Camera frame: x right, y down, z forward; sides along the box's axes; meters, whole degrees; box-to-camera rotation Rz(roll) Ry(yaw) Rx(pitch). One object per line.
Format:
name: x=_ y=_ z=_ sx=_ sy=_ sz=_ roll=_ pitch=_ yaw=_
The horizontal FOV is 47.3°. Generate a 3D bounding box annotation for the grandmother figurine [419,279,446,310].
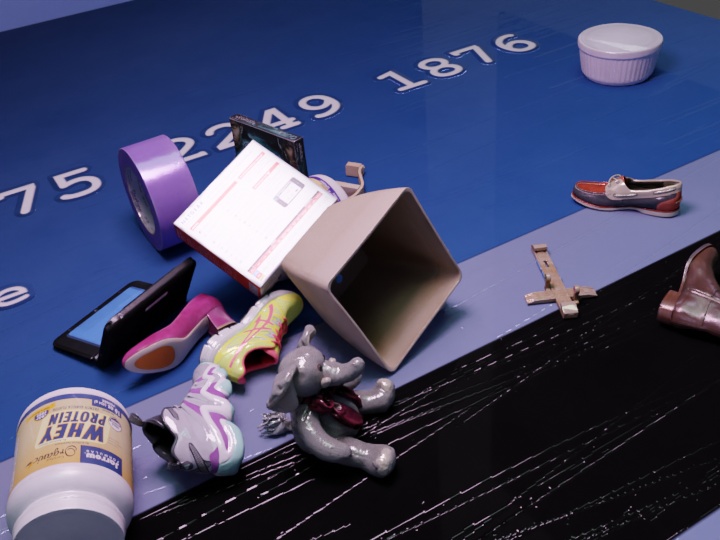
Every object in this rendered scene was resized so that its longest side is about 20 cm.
grandmother figurine: x=0.098 y=0.000 z=1.389 sx=0.121 sy=0.061 sz=0.200 roll=-33 pitch=38 yaw=9

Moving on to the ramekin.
ramekin: x=0.632 y=-0.527 z=2.018 sx=0.202 sy=0.094 sz=0.203 roll=-3 pitch=35 yaw=2

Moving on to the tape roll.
tape roll: x=-0.371 y=-0.144 z=1.528 sx=0.085 sy=0.201 sz=0.200 roll=-23 pitch=39 yaw=-23

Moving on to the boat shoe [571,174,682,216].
boat shoe: x=0.494 y=-0.148 z=1.531 sx=0.199 sy=0.063 sz=0.071 roll=11 pitch=40 yaw=24

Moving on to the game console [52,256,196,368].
game console: x=-0.383 y=0.052 z=1.333 sx=0.116 sy=0.176 sz=0.200 roll=37 pitch=48 yaw=8

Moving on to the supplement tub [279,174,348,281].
supplement tub: x=-0.123 y=-0.069 z=1.434 sx=0.200 sy=0.146 sz=0.145 roll=-28 pitch=41 yaw=-29

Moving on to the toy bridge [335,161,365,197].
toy bridge: x=-0.028 y=-0.161 z=1.653 sx=0.067 sy=0.027 sz=0.200 roll=11 pitch=38 yaw=19

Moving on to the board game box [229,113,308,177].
board game box: x=-0.186 y=-0.233 z=1.684 sx=0.200 sy=0.136 sz=0.028 roll=25 pitch=45 yaw=36

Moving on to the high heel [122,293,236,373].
high heel: x=-0.297 y=0.093 z=1.291 sx=0.200 sy=0.068 sz=0.096 roll=-26 pitch=50 yaw=-34

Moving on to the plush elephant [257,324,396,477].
plush elephant: x=-0.048 y=0.160 z=1.090 sx=0.199 sy=0.155 sz=0.165 roll=2 pitch=36 yaw=10

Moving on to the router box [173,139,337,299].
router box: x=-0.165 y=-0.085 z=1.322 sx=0.179 sy=0.049 sz=0.200 roll=36 pitch=69 yaw=11

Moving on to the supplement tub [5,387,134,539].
supplement tub: x=-0.352 y=0.257 z=1.008 sx=0.144 sy=0.145 sz=0.200 roll=-12 pitch=36 yaw=-9

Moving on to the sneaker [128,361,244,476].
sneaker: x=-0.243 y=0.192 z=1.108 sx=0.139 sy=0.078 sz=0.200 roll=5 pitch=28 yaw=-26

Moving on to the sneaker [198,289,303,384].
sneaker: x=-0.148 y=0.108 z=1.262 sx=0.090 sy=0.078 sz=0.200 roll=30 pitch=51 yaw=25

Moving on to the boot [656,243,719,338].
boot: x=0.578 y=0.050 z=1.237 sx=0.200 sy=0.064 sz=0.186 roll=20 pitch=56 yaw=36

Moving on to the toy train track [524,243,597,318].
toy train track: x=0.320 y=0.006 z=1.363 sx=0.114 sy=0.033 sz=0.200 roll=-7 pitch=34 yaw=-1

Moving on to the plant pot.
plant pot: x=0.000 y=0.000 z=1.258 sx=0.177 sy=0.200 sz=0.200 roll=15 pitch=59 yaw=47
